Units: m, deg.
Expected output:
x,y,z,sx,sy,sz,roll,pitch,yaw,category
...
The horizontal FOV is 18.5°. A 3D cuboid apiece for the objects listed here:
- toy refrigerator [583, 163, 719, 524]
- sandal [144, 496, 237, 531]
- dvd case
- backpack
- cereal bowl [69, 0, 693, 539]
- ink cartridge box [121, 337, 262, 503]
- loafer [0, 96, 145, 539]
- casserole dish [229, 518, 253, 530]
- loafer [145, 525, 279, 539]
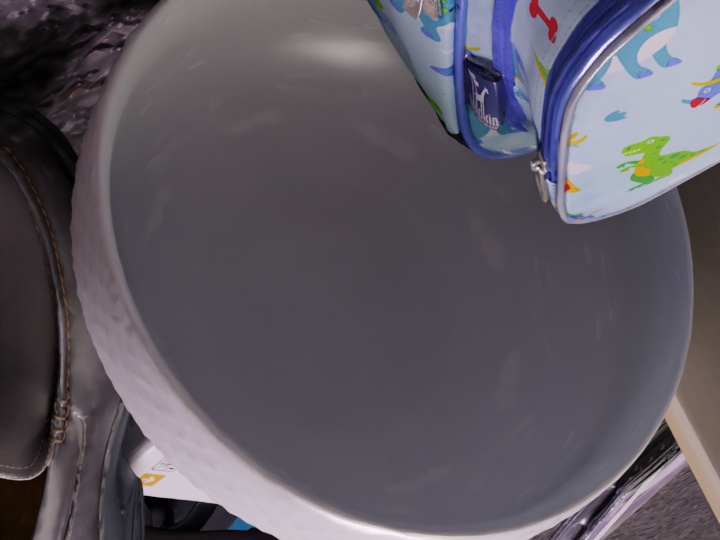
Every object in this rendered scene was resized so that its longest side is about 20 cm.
x,y,z,sx,sy,sz,roll,pitch,yaw,category
0.133,0.023,0.749,0.076,0.201,0.070,-25,151,0,toy refrigerator
-0.061,0.088,0.908,0.076,0.043,0.200,-24,161,-17,sandal
0.158,0.052,0.933,0.200,0.016,0.149,-38,168,-21,dvd case
0.085,-0.121,0.584,0.182,0.147,0.200,-29,155,-3,backpack
0.000,0.000,0.691,0.199,0.201,0.083,-14,162,-29,cereal bowl
0.005,0.056,0.810,0.199,0.037,0.095,14,140,-39,ink cartridge box
-0.114,0.043,0.714,0.072,0.072,0.201,-41,134,-49,loafer
-0.090,0.097,1.018,0.120,0.039,0.200,-24,159,-7,casserole dish
-0.091,0.138,0.860,0.198,0.072,0.073,1,156,3,loafer
